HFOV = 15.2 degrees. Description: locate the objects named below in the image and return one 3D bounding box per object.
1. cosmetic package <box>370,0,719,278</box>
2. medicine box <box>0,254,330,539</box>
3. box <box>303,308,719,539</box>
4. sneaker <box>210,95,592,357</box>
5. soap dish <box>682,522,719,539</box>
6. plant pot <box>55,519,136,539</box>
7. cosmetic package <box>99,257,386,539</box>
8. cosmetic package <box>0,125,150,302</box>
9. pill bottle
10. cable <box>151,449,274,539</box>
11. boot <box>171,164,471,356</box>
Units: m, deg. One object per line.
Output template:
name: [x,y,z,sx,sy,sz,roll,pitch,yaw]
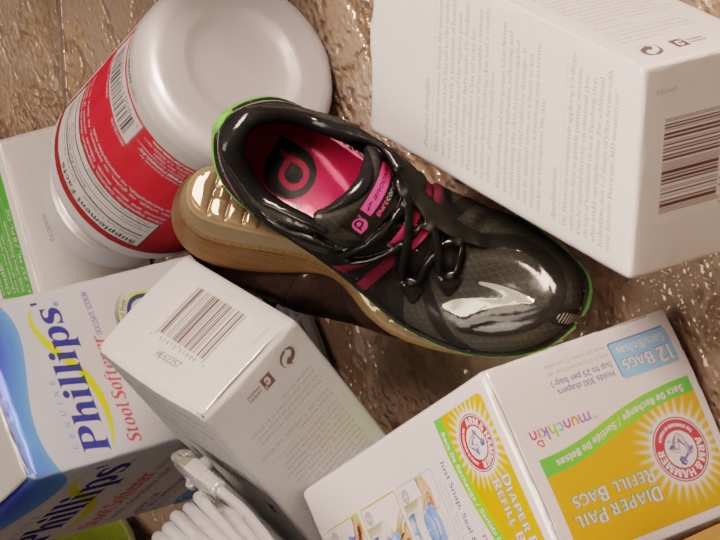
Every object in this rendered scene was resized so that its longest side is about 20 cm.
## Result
cosmetic package: [0.089,-0.083,1.226,0.200,0.071,0.101,33,130,47]
medicine box: [-0.146,0.077,1.542,0.182,0.200,0.103,-42,67,56]
box: [0.075,0.108,1.288,0.200,0.112,0.101,-39,72,58]
sneaker: [0.013,-0.018,1.271,0.200,0.084,0.077,26,91,7]
soap dish: [0.164,0.183,1.158,0.157,0.081,0.200,38,149,-10]
plant pot: [-0.222,0.277,1.797,0.187,0.187,0.200,34,142,47]
cosmetic package: [-0.039,0.090,1.405,0.102,0.074,0.200,30,162,47]
cosmetic package: [-0.224,-0.032,1.731,0.200,0.085,0.108,-10,97,57]
pill bottle: [-0.105,-0.074,1.497,0.200,0.112,0.112,-38,71,57]
cable: [-0.037,0.202,1.360,0.200,0.069,0.200,58,171,-35]
boot: [0.000,0.000,1.398,0.166,0.200,0.072,84,-152,-79]
